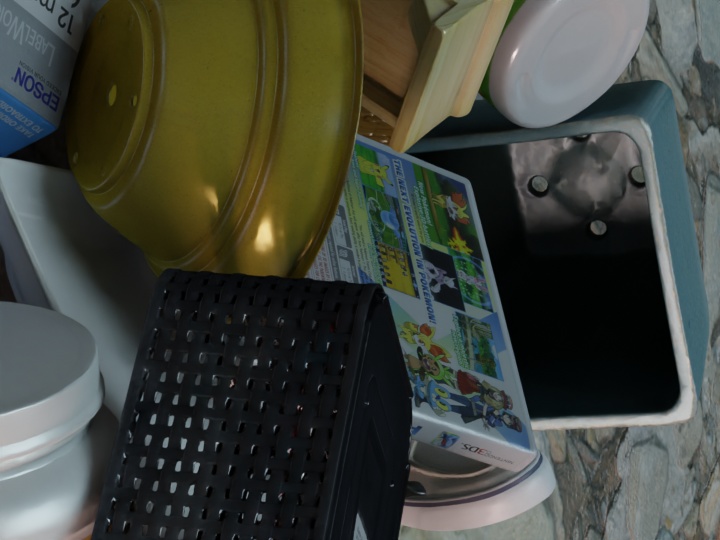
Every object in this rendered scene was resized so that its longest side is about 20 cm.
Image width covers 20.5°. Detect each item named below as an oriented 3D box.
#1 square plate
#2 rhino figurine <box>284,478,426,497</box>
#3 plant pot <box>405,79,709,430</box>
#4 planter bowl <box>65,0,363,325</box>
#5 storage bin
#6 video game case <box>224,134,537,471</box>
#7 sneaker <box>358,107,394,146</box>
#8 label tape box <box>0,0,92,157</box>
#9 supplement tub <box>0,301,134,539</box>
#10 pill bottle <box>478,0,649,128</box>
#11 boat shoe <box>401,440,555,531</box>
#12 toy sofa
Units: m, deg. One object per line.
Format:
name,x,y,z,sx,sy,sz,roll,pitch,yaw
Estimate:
square plate,-0.105,0.047,0.956,0.199,0.028,0.200,67,14,8
rhino figurine,-0.015,0.115,1.060,0.060,0.200,0.088,-23,80,-21
plant pot,0.125,-0.027,1.287,0.200,0.195,0.197,-48,129,-61
planter bowl,-0.083,-0.076,0.927,0.083,0.200,0.201,8,81,-29
storage bin,-0.043,0.113,0.807,0.135,0.093,0.200,75,22,-58
video game case,0.000,0.000,1.043,0.182,0.022,0.200,20,40,-31
sneaker,-0.019,-0.035,1.167,0.088,0.075,0.200,120,-29,-60
label tape box,-0.189,-0.122,0.883,0.143,0.066,0.201,38,56,-52
supplement tub,-0.163,0.126,0.815,0.144,0.144,0.201,-33,128,-54
pill bottle,0.065,-0.183,1.163,0.111,0.200,0.111,-29,145,-22
boat shoe,0.027,0.093,1.113,0.071,0.200,0.070,-30,110,-28
toy sofa,-0.018,-0.158,1.027,0.098,0.200,0.083,-40,158,-45
